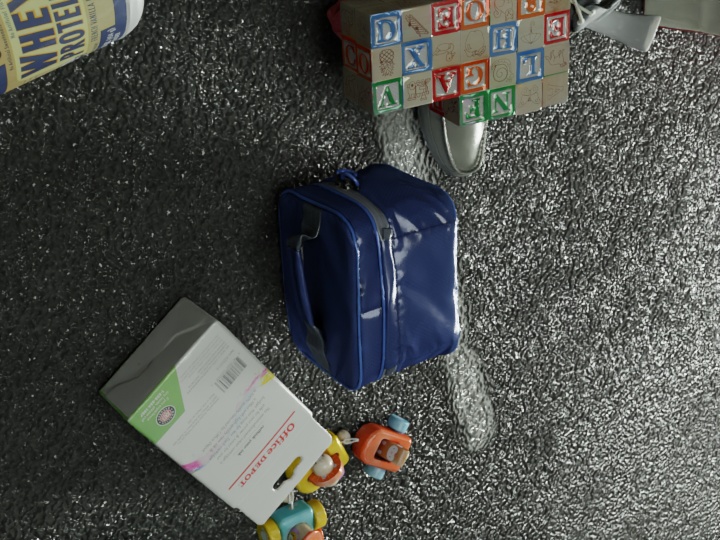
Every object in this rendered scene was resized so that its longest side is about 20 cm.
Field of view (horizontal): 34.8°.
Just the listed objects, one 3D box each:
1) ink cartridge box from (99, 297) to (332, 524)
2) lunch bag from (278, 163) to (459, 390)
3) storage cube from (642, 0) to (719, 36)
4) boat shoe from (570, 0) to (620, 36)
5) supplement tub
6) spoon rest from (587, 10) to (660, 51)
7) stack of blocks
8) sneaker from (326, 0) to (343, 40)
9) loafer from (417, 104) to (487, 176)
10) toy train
[{"bbox_3d":[-0.127,0.133,1.054,0.117,0.067,0.200,-49,129,-12],"label":"ink cartridge box"},{"bbox_3d":[0.000,0.000,1.052,0.132,0.136,0.200,-21,119,-31],"label":"lunch bag"},{"bbox_3d":[0.426,-0.344,1.219,0.180,0.171,0.200,-17,118,-31],"label":"storage cube"},{"bbox_3d":[0.210,-0.271,1.097,0.200,0.060,0.076,-48,118,-8],"label":"boat shoe"},{"bbox_3d":[-0.262,-0.188,0.765,0.200,0.144,0.145,-32,125,-24],"label":"supplement tub"},{"bbox_3d":[0.210,-0.278,1.164,0.200,0.061,0.099,21,94,-28],"label":"spoon rest"},{"bbox_3d":[0.085,-0.190,1.005,0.200,0.059,0.115,-15,120,-23],"label":"stack of blocks"},{"bbox_3d":[0.040,-0.278,1.011,0.087,0.074,0.200,28,90,-40],"label":"sneaker"},{"bbox_3d":[0.094,-0.179,1.095,0.070,0.070,0.200,-27,123,-27],"label":"loafer"},{"bbox_3d":[-0.019,0.236,1.189,0.150,0.056,0.200,30,88,-41],"label":"toy train"}]
